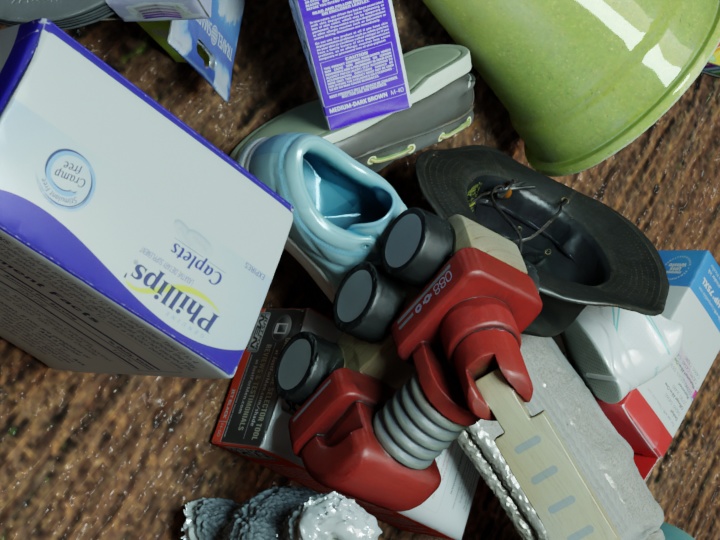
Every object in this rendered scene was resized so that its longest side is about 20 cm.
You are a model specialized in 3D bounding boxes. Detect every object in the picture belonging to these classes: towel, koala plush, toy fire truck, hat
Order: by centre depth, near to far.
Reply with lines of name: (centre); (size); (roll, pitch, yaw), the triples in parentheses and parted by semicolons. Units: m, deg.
toy fire truck: (0.055, 0.094, 0.908); (0.128, 0.176, 0.201); (26, 30, -31)
koala plush: (-0.019, 0.213, 0.984); (0.200, 0.177, 0.184); (48, 57, -24)
hat: (0.113, -0.004, 1.065); (0.200, 0.201, 0.081); (4, 125, -40)
towel: (0.136, 0.132, 1.084); (0.132, 0.034, 0.201); (-28, 81, -50)

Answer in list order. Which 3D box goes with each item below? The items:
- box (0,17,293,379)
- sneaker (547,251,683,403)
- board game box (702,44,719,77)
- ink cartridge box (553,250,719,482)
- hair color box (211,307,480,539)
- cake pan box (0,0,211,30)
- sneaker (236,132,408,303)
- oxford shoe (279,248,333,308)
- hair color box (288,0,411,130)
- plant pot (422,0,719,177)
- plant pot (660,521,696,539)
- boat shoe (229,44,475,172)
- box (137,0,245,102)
box: (-0.170, -0.030, 0.828); (0.184, 0.199, 0.106); (36, 67, -34)
sneaker: (0.168, 0.003, 1.154); (0.080, 0.071, 0.201); (-26, 69, -15)
board game box: (0.331, -0.244, 1.367); (0.199, 0.034, 0.136); (6, 85, -40)
ink cartridge box: (0.204, 0.078, 1.202); (0.067, 0.116, 0.201); (51, 59, -29)
hair color box: (0.001, 0.110, 1.065); (0.199, 0.061, 0.102); (32, 69, -37)
cake pan box: (-0.174, -0.230, 0.844); (0.052, 0.183, 0.202); (45, 45, -80)
sneaker: (0.009, -0.014, 0.970); (0.200, 0.082, 0.074); (36, 70, -22)
oxford shoe: (0.000, 0.000, 1.040); (0.199, 0.073, 0.085); (23, 42, -35)
hair color box: (-0.022, -0.201, 0.961); (0.064, 0.110, 0.201); (-15, 137, -2)
plant pot: (0.137, -0.204, 1.117); (0.184, 0.200, 0.201); (40, 65, -21)
plant pot: (0.169, 0.299, 1.129); (0.160, 0.200, 0.202); (-6, 93, -30)
boat shoe: (0.001, -0.093, 1.056); (0.200, 0.072, 0.061); (-28, 122, -25)
box: (-0.102, -0.221, 0.952); (0.122, 0.047, 0.202); (40, 58, -73)
